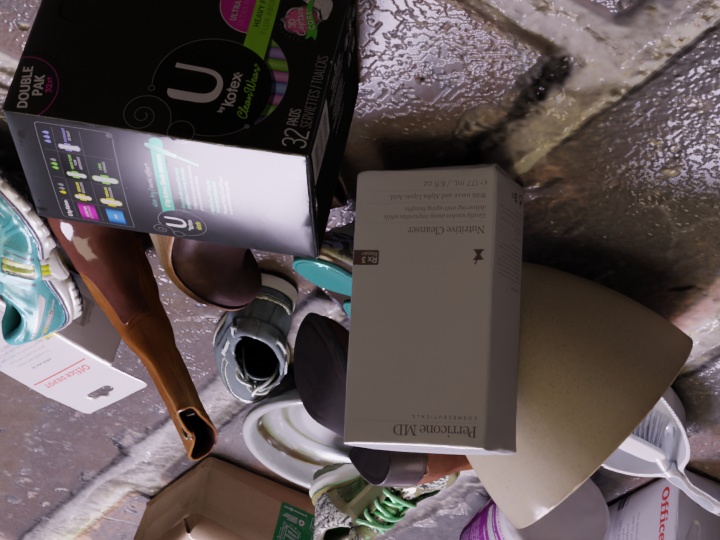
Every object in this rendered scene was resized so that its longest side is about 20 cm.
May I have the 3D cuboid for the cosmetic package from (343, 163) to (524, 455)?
[{"bbox_3d":[0.055,0.031,1.190,0.112,0.202,0.081,-2,169,21],"label":"cosmetic package"}]

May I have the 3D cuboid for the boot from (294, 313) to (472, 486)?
[{"bbox_3d":[0.058,0.105,1.402,0.199,0.188,0.069,1,121,-39],"label":"boot"}]

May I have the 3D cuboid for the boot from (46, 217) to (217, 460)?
[{"bbox_3d":[-0.181,0.036,1.293,0.068,0.201,0.189,-21,149,-10],"label":"boot"}]

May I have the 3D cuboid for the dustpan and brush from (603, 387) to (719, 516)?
[{"bbox_3d":[0.258,0.157,1.450,0.199,0.058,0.139,28,145,-23],"label":"dustpan and brush"}]

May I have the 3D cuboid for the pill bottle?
[{"bbox_3d":[0.159,0.273,1.622,0.111,0.113,0.200,19,148,-9],"label":"pill bottle"}]

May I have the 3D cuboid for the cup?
[{"bbox_3d":[0.138,0.077,1.278,0.143,0.200,0.200,44,145,1],"label":"cup"}]

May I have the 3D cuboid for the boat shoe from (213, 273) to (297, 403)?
[{"bbox_3d":[-0.098,0.076,1.456,0.072,0.062,0.200,15,148,-3],"label":"boat shoe"}]

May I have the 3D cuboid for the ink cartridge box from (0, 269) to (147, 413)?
[{"bbox_3d":[-0.290,0.047,1.479,0.199,0.068,0.116,34,143,-27],"label":"ink cartridge box"}]

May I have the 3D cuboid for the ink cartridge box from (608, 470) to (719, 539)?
[{"bbox_3d":[0.277,0.296,1.580,0.085,0.147,0.200,23,147,-18],"label":"ink cartridge box"}]

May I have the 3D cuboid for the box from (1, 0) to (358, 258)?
[{"bbox_3d":[-0.112,-0.113,1.083,0.198,0.149,0.125,9,149,8],"label":"box"}]

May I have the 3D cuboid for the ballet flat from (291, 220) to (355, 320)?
[{"bbox_3d":[0.000,0.000,1.287,0.071,0.073,0.200,0,158,21],"label":"ballet flat"}]

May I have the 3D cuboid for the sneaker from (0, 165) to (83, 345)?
[{"bbox_3d":[-0.288,-0.016,1.334,0.077,0.079,0.201,42,158,45],"label":"sneaker"}]

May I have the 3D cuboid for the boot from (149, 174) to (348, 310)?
[{"bbox_3d":[-0.082,-0.039,1.260,0.165,0.073,0.200,-4,141,30],"label":"boot"}]

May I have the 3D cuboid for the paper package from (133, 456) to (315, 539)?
[{"bbox_3d":[-0.126,0.304,1.787,0.199,0.104,0.190,26,146,-18],"label":"paper package"}]

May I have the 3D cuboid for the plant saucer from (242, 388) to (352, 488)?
[{"bbox_3d":[-0.011,0.153,1.556,0.198,0.051,0.201,10,149,6],"label":"plant saucer"}]

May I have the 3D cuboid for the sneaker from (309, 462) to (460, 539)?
[{"bbox_3d":[0.020,0.219,1.516,0.077,0.089,0.200,29,145,-24],"label":"sneaker"}]
